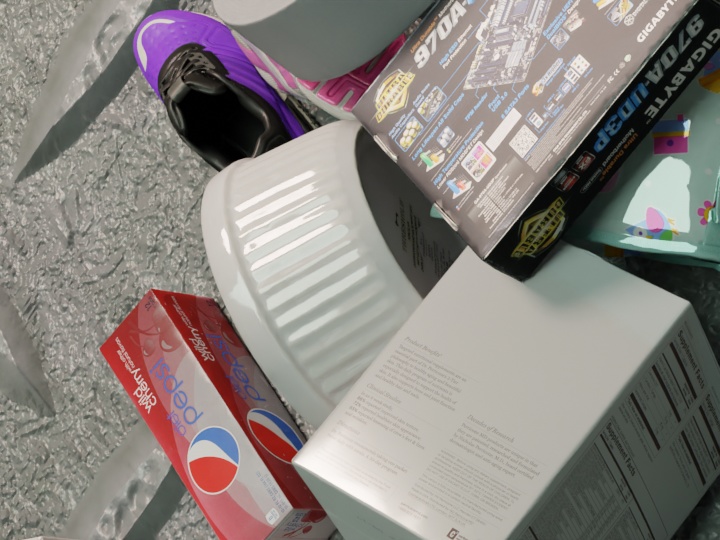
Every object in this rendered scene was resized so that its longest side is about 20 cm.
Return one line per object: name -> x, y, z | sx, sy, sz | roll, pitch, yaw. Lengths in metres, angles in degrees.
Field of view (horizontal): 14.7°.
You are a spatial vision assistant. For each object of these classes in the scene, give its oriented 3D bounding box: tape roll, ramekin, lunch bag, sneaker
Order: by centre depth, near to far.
lunch bag -> 0.159, -0.092, 1.690 | 0.200, 0.122, 0.171 | 9, 88, 43
tape roll -> -0.002, -0.217, 1.740 | 0.200, 0.066, 0.201 | -38, 30, 27
ramekin -> 0.000, 0.000, 1.754 | 0.105, 0.200, 0.200 | -30, 66, 20
sneaker -> -0.025, -0.150, 1.859 | 0.081, 0.088, 0.200 | -39, 52, -8
sneaker -> -0.103, -0.121, 1.902 | 0.200, 0.099, 0.070 | 44, 107, 32

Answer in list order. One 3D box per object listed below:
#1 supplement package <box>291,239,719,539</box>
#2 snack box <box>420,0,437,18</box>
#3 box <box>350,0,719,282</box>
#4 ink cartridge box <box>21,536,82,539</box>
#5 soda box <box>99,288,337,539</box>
supplement package -> 0.097, 0.104, 1.639 | 0.152, 0.151, 0.200 | 27, 70, 36
snack box -> 0.104, -0.249, 1.795 | 0.200, 0.053, 0.143 | -7, 80, 37
box -> 0.104, -0.118, 1.627 | 0.200, 0.046, 0.159 | -52, 48, 12
ink cartridge box -> -0.290, 0.220, 1.947 | 0.200, 0.176, 0.045 | -14, 75, 34
soda box -> -0.092, 0.106, 1.880 | 0.063, 0.070, 0.200 | -49, 58, 23
